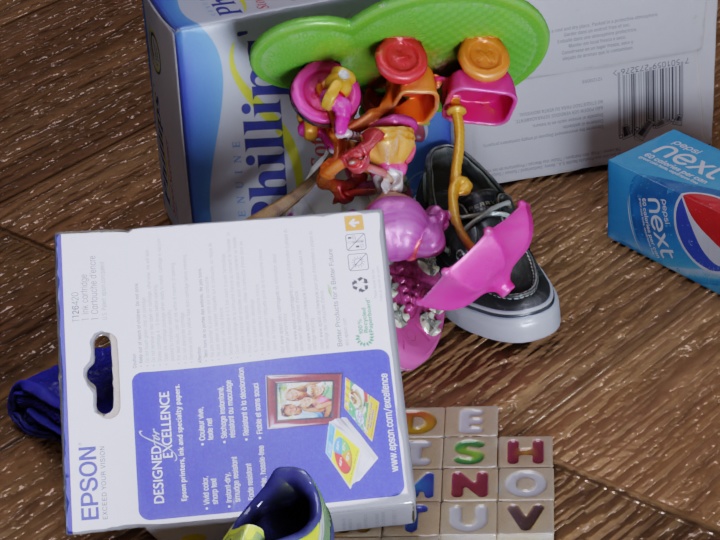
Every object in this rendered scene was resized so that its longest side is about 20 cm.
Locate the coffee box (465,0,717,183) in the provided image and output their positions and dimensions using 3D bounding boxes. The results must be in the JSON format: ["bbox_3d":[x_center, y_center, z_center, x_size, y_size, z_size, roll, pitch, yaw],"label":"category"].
[{"bbox_3d":[0.144,-0.207,1.706,0.198,0.201,0.198,-9,30,-10],"label":"coffee box"}]

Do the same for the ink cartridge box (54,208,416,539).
[{"bbox_3d":[-0.075,0.063,1.321,0.198,0.047,0.199,-5,61,-1],"label":"ink cartridge box"}]

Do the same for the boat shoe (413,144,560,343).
[{"bbox_3d":[0.076,-0.021,1.520,0.072,0.071,0.200,-13,31,-16],"label":"boat shoe"}]

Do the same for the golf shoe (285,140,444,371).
[{"bbox_3d":[0.000,0.000,1.507,0.075,0.091,0.201,25,35,-34],"label":"golf shoe"}]

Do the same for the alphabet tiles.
[{"bbox_3d":[0.015,0.129,1.332,0.198,0.008,0.168,-1,30,5],"label":"alphabet tiles"}]

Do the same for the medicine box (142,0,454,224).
[{"bbox_3d":[-0.044,-0.124,1.600,0.199,0.183,0.103,-13,31,-16],"label":"medicine box"}]

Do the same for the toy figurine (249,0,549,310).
[{"bbox_3d":[0.035,-0.064,1.432,0.198,0.150,0.185,-1,64,-13],"label":"toy figurine"}]

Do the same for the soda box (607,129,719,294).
[{"bbox_3d":[0.257,-0.025,1.516,0.068,0.065,0.200,-23,34,-31],"label":"soda box"}]

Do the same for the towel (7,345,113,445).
[{"bbox_3d":[-0.106,0.061,1.410,0.199,0.050,0.147,-25,32,-33],"label":"towel"}]

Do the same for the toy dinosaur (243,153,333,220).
[{"bbox_3d":[-0.090,-0.014,1.491,0.200,0.061,0.106,-38,15,-36],"label":"toy dinosaur"}]

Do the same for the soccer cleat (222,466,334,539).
[{"bbox_3d":[-0.069,0.178,1.175,0.064,0.084,0.200,9,34,19],"label":"soccer cleat"}]
